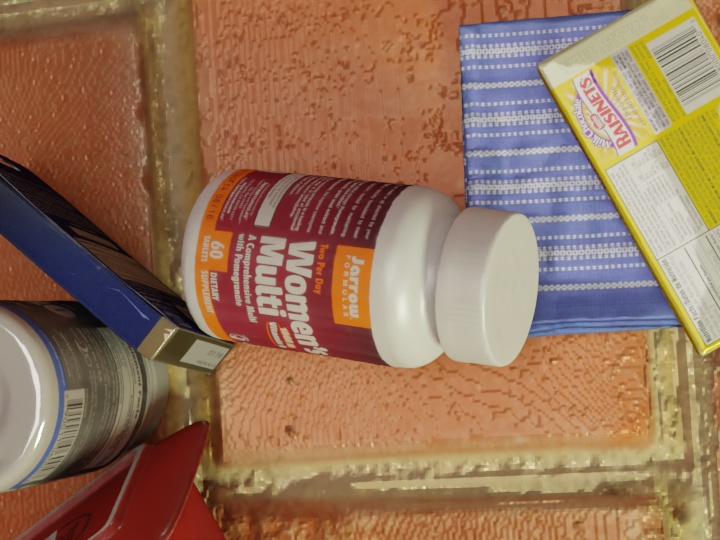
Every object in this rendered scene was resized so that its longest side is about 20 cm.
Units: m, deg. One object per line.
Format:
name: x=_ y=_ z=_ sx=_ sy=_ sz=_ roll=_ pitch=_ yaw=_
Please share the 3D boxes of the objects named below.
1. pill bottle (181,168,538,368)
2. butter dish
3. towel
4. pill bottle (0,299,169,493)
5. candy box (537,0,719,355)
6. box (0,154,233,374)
pill bottle: x=0.000 y=0.000 z=0.990 sx=0.199 sy=0.109 sz=0.111 roll=7 pitch=90 yaw=26
butter dish: x=-0.147 y=0.221 z=1.021 sx=0.199 sy=0.200 sz=0.148 roll=-36 pitch=102 yaw=11
towel: x=0.132 y=-0.060 z=1.012 sx=0.144 sy=0.024 sz=0.202 roll=-3 pitch=87 yaw=15
pill bottle: x=-0.199 y=0.075 z=1.013 sx=0.113 sy=0.200 sz=0.115 roll=0 pitch=88 yaw=15
candy box: x=0.198 y=-0.061 z=0.977 sx=0.102 sy=0.026 sz=0.201 roll=-29 pitch=84 yaw=5
box: x=-0.178 y=-0.009 z=1.050 sx=0.200 sy=0.121 sz=0.032 roll=40 pitch=92 yaw=15
